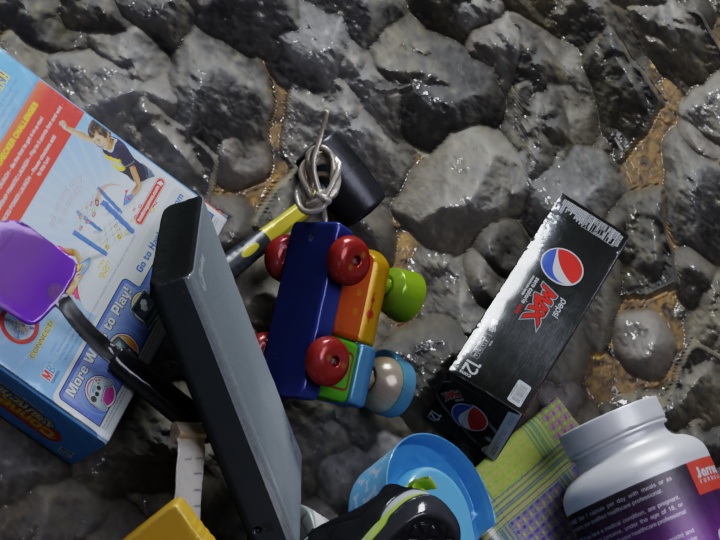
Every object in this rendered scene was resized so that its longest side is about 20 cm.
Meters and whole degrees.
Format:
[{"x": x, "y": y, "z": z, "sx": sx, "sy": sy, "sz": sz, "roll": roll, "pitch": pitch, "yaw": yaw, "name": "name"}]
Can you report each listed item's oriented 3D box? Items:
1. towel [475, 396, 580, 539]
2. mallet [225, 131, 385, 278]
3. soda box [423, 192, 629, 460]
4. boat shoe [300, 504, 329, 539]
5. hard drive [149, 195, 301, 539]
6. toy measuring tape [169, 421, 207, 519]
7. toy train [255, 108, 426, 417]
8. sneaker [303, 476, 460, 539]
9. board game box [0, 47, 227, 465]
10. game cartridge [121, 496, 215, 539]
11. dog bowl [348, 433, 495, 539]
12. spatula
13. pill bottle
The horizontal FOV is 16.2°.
[{"x": 0.159, "y": 0.207, "z": 1.839, "sx": 0.144, "sy": 0.023, "sz": 0.200, "roll": -36, "pitch": 91, "yaw": -39, "name": "towel"}, {"x": -0.069, "y": -0.034, "z": 1.786, "sx": 0.200, "sy": 0.041, "sz": 0.066, "roll": -30, "pitch": 87, "yaw": -36, "name": "mallet"}, {"x": 0.123, "y": 0.040, "z": 1.851, "sx": 0.063, "sy": 0.071, "sz": 0.200, "roll": 31, "pitch": 52, "yaw": 6, "name": "soda box"}, {"x": -0.025, "y": 0.254, "z": 1.659, "sx": 0.065, "sy": 0.074, "sz": 0.202, "roll": 24, "pitch": 48, "yaw": -44, "name": "boat shoe"}, {"x": -0.086, "y": 0.067, "z": 1.632, "sx": 0.140, "sy": 0.033, "sz": 0.200, "roll": -91, "pitch": 162, "yaw": -67, "name": "hard drive"}, {"x": -0.126, "y": 0.198, "z": 1.603, "sx": 0.073, "sy": 0.074, "sz": 0.201, "roll": 7, "pitch": 80, "yaw": -32, "name": "toy measuring tape"}, {"x": 0.000, "y": 0.000, "z": 1.761, "sx": 0.116, "sy": 0.085, "sz": 0.200, "roll": 20, "pitch": 78, "yaw": -40, "name": "toy train"}, {"x": -0.020, "y": 0.209, "z": 1.608, "sx": 0.200, "sy": 0.083, "sz": 0.072, "roll": -38, "pitch": 117, "yaw": -9, "name": "sneaker"}, {"x": -0.213, "y": -0.010, "z": 1.656, "sx": 0.196, "sy": 0.056, "sz": 0.200, "roll": 37, "pitch": 54, "yaw": -15, "name": "board game box"}, {"x": -0.115, "y": 0.267, "z": 1.544, "sx": 0.200, "sy": 0.176, "sz": 0.032, "roll": 52, "pitch": 8, "yaw": -4, "name": "game cartridge"}, {"x": 0.048, "y": 0.214, "z": 1.728, "sx": 0.111, "sy": 0.050, "sz": 0.200, "roll": 8, "pitch": 64, "yaw": -47, "name": "dog bowl"}, {"x": -0.166, "y": 0.044, "z": 1.613, "sx": 0.200, "sy": 0.021, "sz": 0.057, "roll": 42, "pitch": 66, "yaw": -16, "name": "spatula"}, {"x": 0.216, "y": 0.195, "z": 1.796, "sx": 0.112, "sy": 0.112, "sz": 0.200, "roll": -16, "pitch": 79, "yaw": -38, "name": "pill bottle"}]
